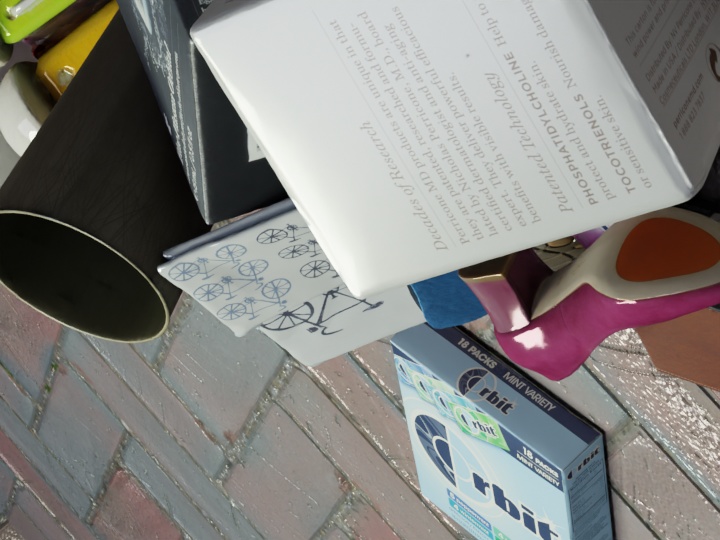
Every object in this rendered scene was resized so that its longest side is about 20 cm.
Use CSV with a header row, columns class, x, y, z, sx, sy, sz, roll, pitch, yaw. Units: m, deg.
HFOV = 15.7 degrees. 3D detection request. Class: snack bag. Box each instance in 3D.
class,x,y,z,sx,sy,sz,roll,pitch,yaw
snack bag,0.000,0.000,1.604,0.200,0.187,0.022,42,-150,-56

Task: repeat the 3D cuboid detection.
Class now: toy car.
class,x,y,z,sx,sy,sz,roll,pitch,yaw
toy car,-0.195,-0.186,1.805,0.200,0.175,0.150,50,-161,-17

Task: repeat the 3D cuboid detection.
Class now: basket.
class,x,y,z,sx,sy,sz,roll,pitch,yaw
basket,-0.139,-0.077,1.651,0.135,0.201,0.180,31,158,-9

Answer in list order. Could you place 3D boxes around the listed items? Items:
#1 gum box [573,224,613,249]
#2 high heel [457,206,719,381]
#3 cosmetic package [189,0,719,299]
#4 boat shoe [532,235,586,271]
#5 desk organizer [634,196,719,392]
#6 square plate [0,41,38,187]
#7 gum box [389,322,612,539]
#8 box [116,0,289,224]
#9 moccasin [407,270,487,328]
class,x,y,z,sx,sy,sz,roll,pitch,yaw
gum box,0.101,-0.107,1.423,0.200,0.066,0.114,46,161,9
high heel,0.148,0.020,1.396,0.199,0.068,0.096,2,140,50
cosmetic package,0.063,-0.118,1.244,0.199,0.168,0.167,-17,116,36
boat shoe,0.118,-0.017,1.559,0.200,0.075,0.072,84,176,-70
desk organizer,0.227,0.026,1.395,0.200,0.072,0.077,20,147,53
square plate,-0.224,-0.124,1.871,0.028,0.200,0.199,-20,110,47
gum box,0.104,0.140,1.874,0.170,0.044,0.201,37,155,31
box,-0.073,-0.169,1.510,0.197,0.117,0.201,91,159,-60
moccasin,0.039,-0.032,1.472,0.200,0.080,0.069,90,164,-64
